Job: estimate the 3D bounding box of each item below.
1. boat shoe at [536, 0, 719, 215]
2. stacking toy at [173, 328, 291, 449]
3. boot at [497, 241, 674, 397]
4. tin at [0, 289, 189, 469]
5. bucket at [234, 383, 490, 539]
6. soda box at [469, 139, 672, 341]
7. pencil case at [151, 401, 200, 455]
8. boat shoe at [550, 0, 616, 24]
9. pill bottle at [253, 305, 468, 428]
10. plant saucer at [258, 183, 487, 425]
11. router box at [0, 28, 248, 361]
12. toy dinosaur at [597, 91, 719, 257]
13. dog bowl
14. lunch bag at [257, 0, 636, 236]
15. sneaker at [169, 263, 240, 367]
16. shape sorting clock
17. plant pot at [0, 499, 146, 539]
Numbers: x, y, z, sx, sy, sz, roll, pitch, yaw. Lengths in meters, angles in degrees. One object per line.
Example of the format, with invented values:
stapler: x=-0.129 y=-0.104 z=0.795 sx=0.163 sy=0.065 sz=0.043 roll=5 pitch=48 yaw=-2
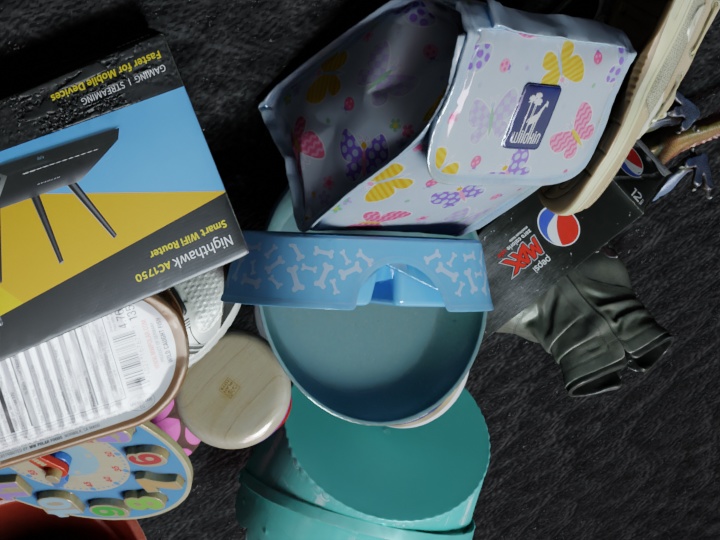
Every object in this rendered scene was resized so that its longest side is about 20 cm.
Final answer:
boat shoe: x=0.187 y=-0.124 z=1.633 sx=0.065 sy=0.072 sz=0.201 roll=13 pitch=109 yaw=-39
stacking toy: x=-0.086 y=0.095 z=1.782 sx=0.085 sy=0.086 sz=0.200 roll=-27 pitch=172 yaw=-1
boot: x=0.150 y=0.048 z=1.958 sx=0.199 sy=0.131 sz=0.068 roll=-19 pitch=153 yaw=-16
tin: x=-0.209 y=0.064 z=1.570 sx=0.199 sy=0.042 sz=0.113 roll=-18 pitch=111 yaw=-7
bucket: x=0.006 y=0.171 z=1.982 sx=0.206 sy=0.208 sz=0.135 roll=-13 pitch=147 yaw=-26
soda box: x=0.136 y=-0.030 z=1.774 sx=0.200 sy=0.071 sz=0.063 roll=-41 pitch=-175 yaw=41
pencil case: x=-0.167 y=0.080 z=1.773 sx=0.093 sy=0.091 sz=0.200 roll=-17 pitch=151 yaw=-6
boat shoe: x=0.122 y=-0.126 z=1.692 sx=0.063 sy=0.071 sz=0.200 roll=13 pitch=122 yaw=-46
pill bottle: x=-0.001 y=0.049 z=1.841 sx=0.111 sy=0.111 sz=0.200 roll=-34 pitch=153 yaw=14
plant saucer: x=0.002 y=0.012 z=1.724 sx=0.199 sy=0.201 sz=0.036 roll=-8 pitch=178 yaw=-34
router box: x=-0.187 y=-0.042 z=1.462 sx=0.199 sy=0.150 sz=0.051 roll=-24 pitch=-166 yaw=-9
toy dinosaur: x=0.193 y=-0.060 z=1.862 sx=0.199 sy=0.106 sz=0.181 roll=-14 pitch=171 yaw=-47
dog bowl: x=0.000 y=0.000 z=1.630 sx=0.199 sy=0.050 sz=0.111 roll=2 pitch=-179 yaw=-32
lunch bag: x=0.063 y=-0.105 z=1.583 sx=0.169 sy=0.128 sz=0.200 roll=2 pitch=151 yaw=-47
sneaker: x=-0.165 y=0.044 z=1.636 sx=0.199 sy=0.076 sz=0.088 roll=-34 pitch=168 yaw=-6
shape sorting clock: x=-0.222 y=0.138 z=1.772 sx=0.199 sy=0.039 sz=0.200 roll=12 pitch=151 yaw=7
plant pot: x=-0.267 y=0.282 z=1.944 sx=0.200 sy=0.202 sz=0.195 roll=-20 pitch=162 yaw=-14
